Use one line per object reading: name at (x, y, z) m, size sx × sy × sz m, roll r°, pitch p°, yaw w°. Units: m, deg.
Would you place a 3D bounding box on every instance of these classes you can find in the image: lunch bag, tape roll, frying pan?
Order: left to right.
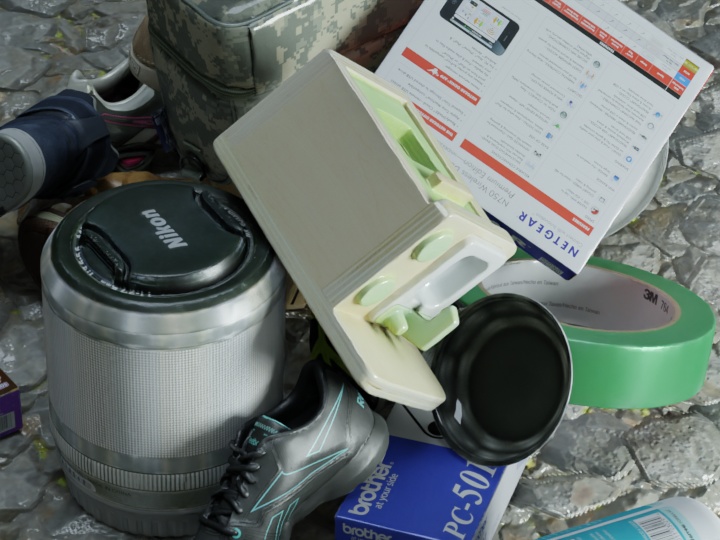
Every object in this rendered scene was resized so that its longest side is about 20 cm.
lunch bag at (-0.054, -0.167, 1.774) m, size 0.199 × 0.169 × 0.139 m, roll -28°, pitch 43°, yaw -26°
frying pan at (0.069, 0.059, 1.631) m, size 0.189 × 0.116 × 0.031 m, roll 27°, pitch 8°, yaw 39°
tape roll at (0.149, 0.038, 1.720) m, size 0.199 × 0.048 × 0.201 m, roll 8°, pitch 19°, yaw -3°

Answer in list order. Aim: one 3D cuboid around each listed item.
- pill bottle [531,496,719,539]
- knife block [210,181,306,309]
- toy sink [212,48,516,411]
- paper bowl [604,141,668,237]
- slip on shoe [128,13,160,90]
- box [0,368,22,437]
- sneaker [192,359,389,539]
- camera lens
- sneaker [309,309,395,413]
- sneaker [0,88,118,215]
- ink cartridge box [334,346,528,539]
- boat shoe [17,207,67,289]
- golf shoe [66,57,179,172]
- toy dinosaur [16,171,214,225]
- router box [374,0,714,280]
pill bottle at (0.130, 0.214, 1.480) m, size 0.199 × 0.111 × 0.111 m, roll -14°, pitch 39°, yaw -20°
knife block at (-0.082, -0.080, 1.866) m, size 0.175 × 0.064 × 0.200 m, roll 25°, pitch 40°, yaw 2°
toy sink at (0.018, -0.027, 1.579) m, size 0.112 × 0.130 × 0.201 m, roll -38°, pitch 68°, yaw 14°
paper bowl at (0.131, -0.097, 1.824) m, size 0.199 × 0.202 × 0.105 m, roll 3°, pitch 39°, yaw 2°
slip on shoe at (-0.077, -0.168, 1.869) m, size 0.199 × 0.061 × 0.076 m, roll 8°, pitch 39°, yaw -19°
box at (-0.353, 0.095, 1.678) m, size 0.199 × 0.039 × 0.137 m, roll -23°, pitch 42°, yaw -29°
sneaker at (-0.069, 0.141, 1.562) m, size 0.075 × 0.079 × 0.200 m, roll 14°, pitch 53°, yaw 47°
camera lens at (-0.129, 0.054, 1.608) m, size 0.159 × 0.201 × 0.160 m, roll 2°, pitch 36°, yaw -1°
sneaker at (0.000, 0.000, 1.715) m, size 0.075 × 0.202 × 0.076 m, roll 2°, pitch 9°, yaw 39°
sneaker at (-0.276, -0.071, 1.844) m, size 0.201 × 0.077 × 0.146 m, roll -18°, pitch 10°, yaw 36°
ink cartridge box at (0.059, 0.130, 1.645) m, size 0.093 × 0.044 × 0.200 m, roll 12°, pitch 37°, yaw 15°
boat shoe at (-0.159, 0.013, 1.779) m, size 0.202 × 0.075 × 0.075 m, roll 34°, pitch 41°, yaw 22°
golf shoe at (-0.147, -0.134, 1.959) m, size 0.199 × 0.089 × 0.077 m, roll -18°, pitch 39°, yaw -27°
toy dinosaur at (-0.166, -0.059, 1.878) m, size 0.198 × 0.061 × 0.106 m, roll -4°, pitch 35°, yaw -8°
router box at (0.118, -0.124, 1.720) m, size 0.199 × 0.049 × 0.180 m, roll 35°, pitch 83°, yaw 0°
